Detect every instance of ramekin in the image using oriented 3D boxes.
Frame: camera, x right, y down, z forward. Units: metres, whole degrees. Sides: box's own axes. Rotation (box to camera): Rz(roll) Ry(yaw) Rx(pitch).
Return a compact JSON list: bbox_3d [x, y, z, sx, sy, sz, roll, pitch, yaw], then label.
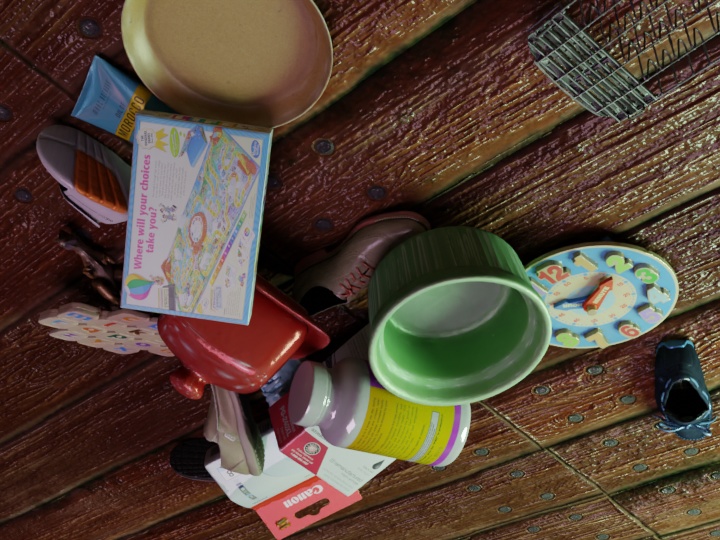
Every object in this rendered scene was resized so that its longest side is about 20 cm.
[{"bbox_3d":[0.100,0.047,1.028,0.198,0.098,0.201,-5,133,-5],"label":"ramekin"}]

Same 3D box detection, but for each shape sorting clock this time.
[{"bbox_3d":[0.270,0.035,1.100,0.198,0.039,0.201,4,139,4],"label":"shape sorting clock"}]

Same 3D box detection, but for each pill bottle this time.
[{"bbox_3d":[0.021,0.161,1.091,0.199,0.105,0.104,15,139,-22],"label":"pill bottle"}]

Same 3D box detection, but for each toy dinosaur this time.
[{"bbox_3d":[-0.312,0.017,1.168,0.106,0.060,0.201,23,146,26],"label":"toy dinosaur"}]

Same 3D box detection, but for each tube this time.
[{"bbox_3d":[-0.193,-0.142,0.966,0.199,0.051,0.078,27,120,-14],"label":"tube"}]

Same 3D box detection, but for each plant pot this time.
[{"bbox_3d":[-0.123,-0.216,0.881,0.198,0.028,0.201,5,139,4],"label":"plant pot"}]

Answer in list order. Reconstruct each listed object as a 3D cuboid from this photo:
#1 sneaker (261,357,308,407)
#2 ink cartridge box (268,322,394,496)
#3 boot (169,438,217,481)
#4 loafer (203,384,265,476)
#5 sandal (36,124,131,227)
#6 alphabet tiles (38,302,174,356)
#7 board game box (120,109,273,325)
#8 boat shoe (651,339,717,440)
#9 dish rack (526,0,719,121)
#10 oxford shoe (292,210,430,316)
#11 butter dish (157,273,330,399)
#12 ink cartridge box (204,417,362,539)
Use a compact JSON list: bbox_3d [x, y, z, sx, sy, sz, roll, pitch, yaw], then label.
[{"bbox_3d":[-0.102,0.156,1.261,0.074,0.082,0.200,-28,128,33],"label":"sneaker"},{"bbox_3d":[0.005,0.177,1.212,0.200,0.084,0.145,-40,125,12],"label":"ink cartridge box"},{"bbox_3d":[-0.197,0.331,1.487,0.198,0.068,0.131,2,140,4],"label":"boot"},{"bbox_3d":[-0.184,0.200,1.286,0.068,0.076,0.201,-12,110,3],"label":"loafer"},{"bbox_3d":[-0.269,-0.076,1.023,0.206,0.080,0.059,34,130,-30],"label":"sandal"},{"bbox_3d":[-0.301,0.077,1.198,0.199,0.015,0.195,22,155,-40],"label":"alphabet tiles"},{"bbox_3d":[-0.166,-0.052,0.949,0.133,0.034,0.202,8,107,-3],"label":"board game box"},{"bbox_3d":[0.411,0.171,1.212,0.084,0.069,0.200,-15,135,24],"label":"boat shoe"},{"bbox_3d":[0.250,-0.219,0.804,0.153,0.055,0.200,33,135,-25],"label":"dish rack"},{"bbox_3d":[0.000,0.000,1.072,0.070,0.075,0.199,36,132,-28],"label":"oxford shoe"},{"bbox_3d":[-0.162,0.079,1.073,0.199,0.148,0.199,37,159,-7],"label":"butter dish"},{"bbox_3d":[-0.112,0.315,1.398,0.159,0.047,0.201,-28,111,10],"label":"ink cartridge box"}]
